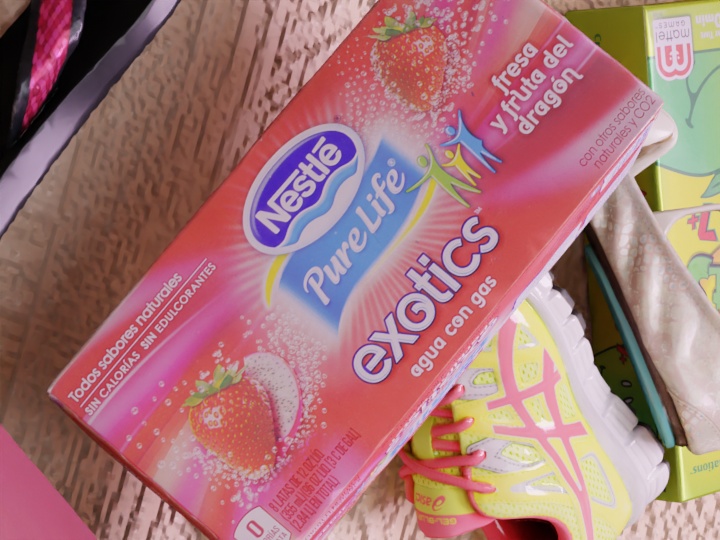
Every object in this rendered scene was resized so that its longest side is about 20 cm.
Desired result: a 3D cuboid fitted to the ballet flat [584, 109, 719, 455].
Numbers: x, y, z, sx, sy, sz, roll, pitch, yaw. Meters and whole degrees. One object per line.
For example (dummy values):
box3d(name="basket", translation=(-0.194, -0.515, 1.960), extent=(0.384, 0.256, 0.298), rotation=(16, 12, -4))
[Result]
box3d(name="ballet flat", translation=(0.107, -0.027, 0.933), extent=(0.062, 0.067, 0.201), rotation=(-26, 91, 4))

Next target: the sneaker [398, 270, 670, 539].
box3d(name="sneaker", translation=(0.043, 0.054, 0.904), extent=(0.200, 0.078, 0.090), rotation=(49, 65, -30))

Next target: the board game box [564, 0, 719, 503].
box3d(name="board game box", translation=(0.144, -0.013, 1.004), extent=(0.101, 0.048, 0.201), rotation=(-11, 98, -39))

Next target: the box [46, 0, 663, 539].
box3d(name="box", translation=(0.000, 0.000, 0.798), extent=(0.095, 0.103, 0.200), rotation=(39, 84, 7))

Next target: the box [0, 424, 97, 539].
box3d(name="box", translation=(-0.180, 0.061, 0.650), extent=(0.128, 0.109, 0.200), rotation=(-34, 111, 10))

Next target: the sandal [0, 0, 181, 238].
box3d(name="sandal", translation=(-0.110, -0.072, 0.775), extent=(0.045, 0.075, 0.200), rotation=(43, 68, -33))
